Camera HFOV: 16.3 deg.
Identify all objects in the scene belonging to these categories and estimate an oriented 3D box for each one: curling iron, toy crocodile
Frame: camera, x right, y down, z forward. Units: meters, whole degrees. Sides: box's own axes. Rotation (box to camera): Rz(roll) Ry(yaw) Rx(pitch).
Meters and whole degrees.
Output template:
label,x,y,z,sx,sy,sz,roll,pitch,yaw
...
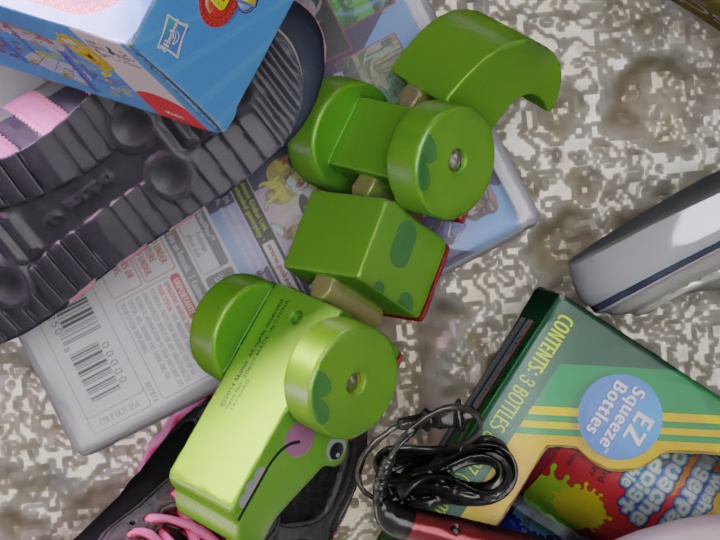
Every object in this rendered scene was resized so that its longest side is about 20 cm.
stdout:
label,x,y,z,sx,sy,sz,roll,pitch,yaw
curling iron,0.094,0.094,0.830,0.200,0.026,0.050,22,91,-3
toy crocodile,0.000,0.000,0.837,0.062,0.067,0.200,36,76,-43

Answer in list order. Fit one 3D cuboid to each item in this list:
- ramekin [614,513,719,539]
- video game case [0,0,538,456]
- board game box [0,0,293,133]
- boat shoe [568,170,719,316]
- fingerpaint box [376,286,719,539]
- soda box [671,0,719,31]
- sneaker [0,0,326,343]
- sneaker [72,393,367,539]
label,x,y,z,sx,sy,sz,roll,pitch,yaw
ramekin,0.124,0.184,0.786,0.202,0.094,0.203,0,101,1
video game case,-0.062,-0.064,0.887,0.182,0.023,0.200,-27,86,-2
board game box,-0.085,-0.162,0.804,0.200,0.056,0.196,19,75,34
boat shoe,0.176,-0.008,0.886,0.202,0.075,0.086,-23,91,-11
fingerpaint box,0.081,0.134,0.879,0.167,0.073,0.200,34,89,-3
soda box,0.104,-0.136,0.855,0.200,0.064,0.068,34,90,15
sneaker,-0.095,-0.031,0.846,0.200,0.082,0.070,-25,101,19
sneaker,-0.073,0.108,0.860,0.200,0.095,0.079,-43,90,-7
